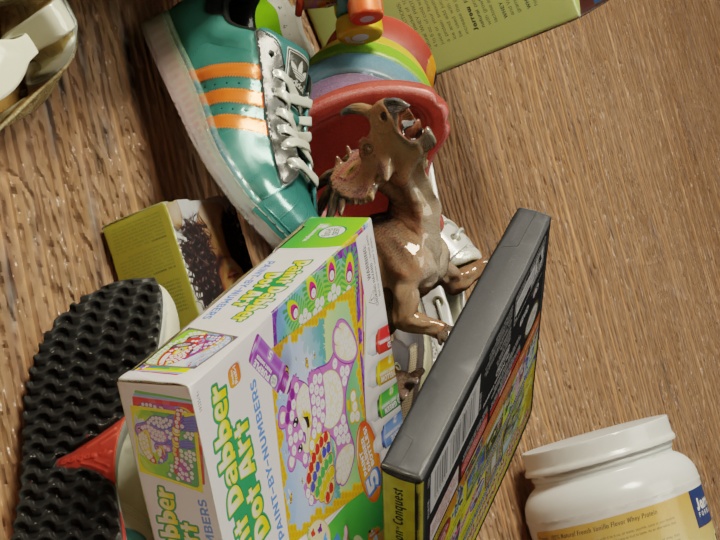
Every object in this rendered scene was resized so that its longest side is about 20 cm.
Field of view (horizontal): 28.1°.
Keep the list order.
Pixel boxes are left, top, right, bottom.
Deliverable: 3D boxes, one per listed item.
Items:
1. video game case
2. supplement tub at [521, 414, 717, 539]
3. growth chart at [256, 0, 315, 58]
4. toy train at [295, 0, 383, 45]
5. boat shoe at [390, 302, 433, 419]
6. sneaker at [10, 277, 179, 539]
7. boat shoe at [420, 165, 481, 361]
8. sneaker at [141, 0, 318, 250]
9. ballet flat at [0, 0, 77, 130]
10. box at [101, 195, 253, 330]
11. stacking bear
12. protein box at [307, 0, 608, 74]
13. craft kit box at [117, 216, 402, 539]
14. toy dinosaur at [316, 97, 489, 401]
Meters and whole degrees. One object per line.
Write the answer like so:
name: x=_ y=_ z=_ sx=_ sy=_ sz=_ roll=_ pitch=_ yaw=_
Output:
video game case: x=0.062 y=0.094 z=0.828 sx=0.182 sy=0.025 sz=0.201 roll=87 pitch=26 yaw=-46
supplement tub: x=0.213 y=0.226 z=1.140 sx=0.144 sy=0.144 sz=0.202 roll=-5 pitch=78 yaw=-61
growth chart: x=-0.043 y=-0.121 z=1.023 sx=0.201 sy=0.018 sz=0.145 roll=60 pitch=30 yaw=-19
toy train: x=-0.023 y=-0.231 z=0.946 sx=0.200 sy=0.055 sz=0.151 roll=-99 pitch=-178 yaw=-63
boat shoe: x=0.002 y=0.074 z=0.927 sx=0.073 sy=0.074 sz=0.201 roll=29 pitch=48 yaw=-52
sneaker: x=-0.120 y=0.102 z=0.714 sx=0.094 sy=0.070 sz=0.201 roll=65 pitch=20 yaw=-51
boat shoe: x=0.058 y=-0.006 z=1.065 sx=0.071 sy=0.069 sz=0.202 roll=23 pitch=58 yaw=-61
sneaker: x=-0.059 y=-0.094 z=0.841 sx=0.201 sy=0.080 sz=0.071 roll=61 pitch=7 yaw=27
ballet flat: x=-0.178 y=-0.105 z=0.717 sx=0.071 sy=0.065 sz=0.200 roll=58 pitch=30 yaw=-24
box: x=-0.080 y=0.061 z=0.811 sx=0.075 sy=0.050 sz=0.202 roll=-15 pitch=87 yaw=-63
stacking bear: x=0.006 y=-0.111 z=0.977 sx=0.200 sy=0.113 sz=0.122 roll=-81 pitch=173 yaw=-58
protein box: x=0.061 y=-0.259 z=1.097 sx=0.135 sy=0.199 sz=0.200 roll=-37 pitch=106 yaw=-61
craft kit box: x=-0.036 y=0.100 z=0.735 sx=0.197 sy=0.048 sz=0.201 roll=-42 pitch=129 yaw=-53
toy dinosaur: x=0.000 y=0.000 z=0.855 sx=0.135 sy=0.200 sz=0.086 roll=41 pitch=15 yaw=0
